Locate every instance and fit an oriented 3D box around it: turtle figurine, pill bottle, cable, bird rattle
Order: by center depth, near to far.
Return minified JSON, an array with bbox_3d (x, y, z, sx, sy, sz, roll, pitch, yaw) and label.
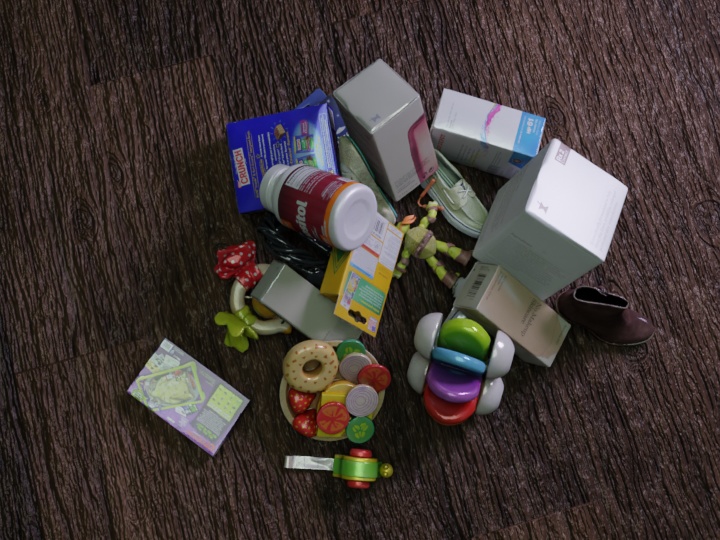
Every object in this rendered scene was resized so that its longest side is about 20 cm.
[{"bbox_3d":[-0.076,-0.114,1.390,0.198,0.113,0.114,23,78,37],"label":"pill bottle"},{"bbox_3d":[-0.103,-0.049,1.460,0.051,0.198,0.165,-45,42,22],"label":"cable"},{"bbox_3d":[-0.194,0.046,1.506,0.159,0.113,0.204,7,68,-14],"label":"bird rattle"},{"bbox_3d":[0.128,-0.054,1.513,0.160,0.064,0.202,33,93,5],"label":"turtle figurine"}]

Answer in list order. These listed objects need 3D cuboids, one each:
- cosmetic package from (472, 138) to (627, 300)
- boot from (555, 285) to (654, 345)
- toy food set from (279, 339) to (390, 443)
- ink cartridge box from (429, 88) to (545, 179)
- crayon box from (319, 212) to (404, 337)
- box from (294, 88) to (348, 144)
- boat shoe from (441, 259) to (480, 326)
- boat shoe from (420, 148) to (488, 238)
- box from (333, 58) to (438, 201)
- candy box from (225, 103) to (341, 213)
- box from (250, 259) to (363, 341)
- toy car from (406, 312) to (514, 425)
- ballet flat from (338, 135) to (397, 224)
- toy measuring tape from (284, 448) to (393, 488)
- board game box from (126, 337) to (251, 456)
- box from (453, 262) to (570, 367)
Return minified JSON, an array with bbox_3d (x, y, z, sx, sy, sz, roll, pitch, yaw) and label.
[{"bbox_3d":[0.329,-0.084,1.435,0.163,0.200,0.167,31,62,-7],"label":"cosmetic package"},{"bbox_3d":[0.449,0.081,1.455,0.196,0.166,0.074,15,80,2],"label":"boot"},{"bbox_3d":[-0.045,0.214,1.444,0.193,0.049,0.204,3,107,-11],"label":"toy food set"},{"bbox_3d":[0.227,-0.249,1.522,0.196,0.145,0.086,16,79,2],"label":"ink cartridge box"},{"bbox_3d":[0.000,0.000,1.443,0.051,0.125,0.204,3,70,40],"label":"crayon box"},{"bbox_3d":[-0.059,-0.248,1.576,0.121,0.032,0.200,-42,82,-7],"label":"box"},{"bbox_3d":[0.202,0.042,1.516,0.066,0.074,0.200,36,71,20],"label":"boat shoe"},{"bbox_3d":[0.176,-0.144,1.536,0.200,0.062,0.072,45,61,7],"label":"boat shoe"},{"bbox_3d":[0.048,-0.244,1.445,0.108,0.201,0.128,-36,57,-7],"label":"box"},{"bbox_3d":[-0.138,-0.204,1.521,0.195,0.077,0.173,-9,88,6],"label":"candy box"},{"bbox_3d":[-0.092,0.072,1.455,0.199,0.068,0.083,40,81,-23],"label":"box"},{"bbox_3d":[0.163,0.182,1.410,0.172,0.203,0.151,17,39,11],"label":"toy car"},{"bbox_3d":[0.003,-0.150,1.500,0.062,0.067,0.202,-39,116,-12],"label":"ballet flat"},{"bbox_3d":[-0.039,0.347,1.450,0.195,0.074,0.075,5,80,0],"label":"toy measuring tape"},{"bbox_3d":[-0.311,0.229,1.488,0.198,0.032,0.121,35,77,6],"label":"board game box"},{"bbox_3d":[0.271,0.079,1.456,0.199,0.077,0.096,35,78,-24],"label":"box"}]
